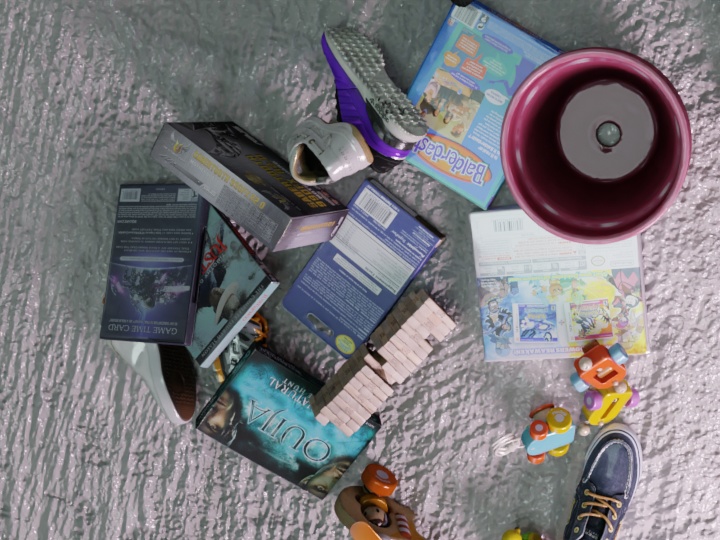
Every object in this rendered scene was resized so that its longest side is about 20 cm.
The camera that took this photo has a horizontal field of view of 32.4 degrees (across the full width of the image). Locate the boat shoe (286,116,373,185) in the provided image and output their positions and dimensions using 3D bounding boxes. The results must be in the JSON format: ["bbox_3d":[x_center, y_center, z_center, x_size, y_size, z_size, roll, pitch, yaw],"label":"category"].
[{"bbox_3d":[-0.055,-0.133,1.442,0.069,0.200,0.071,-36,105,-15],"label":"boat shoe"}]

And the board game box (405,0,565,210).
[{"bbox_3d":[0.133,-0.197,1.445,0.151,0.045,0.201,32,109,8],"label":"board game box"}]

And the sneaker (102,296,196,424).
[{"bbox_3d":[-0.280,0.112,1.632,0.084,0.073,0.202,-22,87,29],"label":"sneaker"}]

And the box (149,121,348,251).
[{"bbox_3d":[-0.129,-0.104,1.470,0.199,0.158,0.049,37,109,17],"label":"box"}]

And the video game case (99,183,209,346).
[{"bbox_3d":[-0.260,-0.010,1.567,0.141,0.019,0.203,2,82,31],"label":"video game case"}]

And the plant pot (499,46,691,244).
[{"bbox_3d":[0.260,-0.144,1.346,0.197,0.179,0.203,4,104,16],"label":"plant pot"}]

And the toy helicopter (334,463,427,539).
[{"bbox_3d":[0.054,0.337,1.540,0.199,0.132,0.079,32,109,8],"label":"toy helicopter"}]

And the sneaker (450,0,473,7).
[{"bbox_3d":[0.041,-0.348,1.409,0.104,0.060,0.201,-35,63,5],"label":"sneaker"}]

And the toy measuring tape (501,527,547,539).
[{"bbox_3d":[0.228,0.389,1.548,0.073,0.074,0.201,-23,117,20],"label":"toy measuring tape"}]

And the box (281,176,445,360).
[{"bbox_3d":[0.000,0.000,1.535,0.121,0.032,0.201,38,108,6],"label":"box"}]

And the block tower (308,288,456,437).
[{"bbox_3d":[0.026,0.114,1.509,0.200,0.054,0.058,-45,110,5],"label":"block tower"}]

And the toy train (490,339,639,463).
[{"bbox_3d":[0.242,0.148,1.452,0.200,0.149,0.056,-41,49,24],"label":"toy train"}]

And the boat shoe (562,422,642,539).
[{"bbox_3d":[0.287,0.288,1.480,0.070,0.091,0.203,16,106,13],"label":"boat shoe"}]

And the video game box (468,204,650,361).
[{"bbox_3d":[0.235,0.011,1.459,0.197,0.047,0.185,-4,99,18],"label":"video game box"}]

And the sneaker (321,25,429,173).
[{"bbox_3d":[-0.005,-0.196,1.450,0.100,0.069,0.201,-55,53,37],"label":"sneaker"}]

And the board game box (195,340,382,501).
[{"bbox_3d":[-0.090,0.193,1.561,0.199,0.028,0.136,32,106,-19],"label":"board game box"}]

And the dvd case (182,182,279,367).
[{"bbox_3d":[-0.203,0.000,1.554,0.146,0.022,0.200,-47,63,14],"label":"dvd case"}]

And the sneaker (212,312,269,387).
[{"bbox_3d":[-0.149,0.095,1.581,0.076,0.078,0.202,-21,94,15],"label":"sneaker"}]
